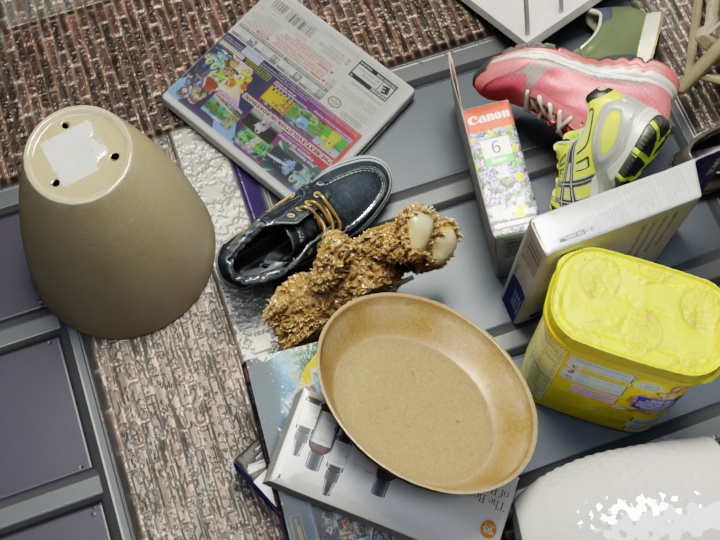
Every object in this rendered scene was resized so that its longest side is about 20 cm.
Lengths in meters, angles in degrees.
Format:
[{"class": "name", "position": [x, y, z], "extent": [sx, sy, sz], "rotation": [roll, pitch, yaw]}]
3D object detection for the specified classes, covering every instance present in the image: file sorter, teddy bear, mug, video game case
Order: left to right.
[{"class": "video game case", "position": [-0.074, -0.181, 1.163], "extent": [0.199, 0.023, 0.182], "rotation": [39, 73, 13]}, {"class": "teddy bear", "position": [0.000, 0.000, 1.021], "extent": [0.144, 0.200, 0.067], "rotation": [-3, 59, -49]}, {"class": "file sorter", "position": [0.203, -0.359, 1.164], "extent": [0.199, 0.125, 0.139], "rotation": [-35, 56, -14]}, {"class": "mug", "position": [0.224, 0.251, 0.940], "extent": [0.173, 0.148, 0.203], "rotation": [-9, 99, 2]}]

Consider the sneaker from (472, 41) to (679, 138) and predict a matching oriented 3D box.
[{"class": "sneaker", "position": [0.202, -0.161, 1.068], "extent": [0.198, 0.074, 0.088], "rotation": [7, 72, 13]}]

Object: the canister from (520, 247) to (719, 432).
[{"class": "canister", "position": [0.221, 0.069, 0.969], "extent": [0.147, 0.200, 0.087], "rotation": [17, 69, 6]}]

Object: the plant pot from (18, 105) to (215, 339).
[{"class": "plant pot", "position": [-0.237, -0.059, 1.017], "extent": [0.185, 0.200, 0.190], "rotation": [0, 68, 0]}]

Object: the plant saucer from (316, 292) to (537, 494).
[{"class": "plant saucer", "position": [0.050, 0.106, 0.920], "extent": [0.198, 0.036, 0.202], "rotation": [16, 43, -15]}]

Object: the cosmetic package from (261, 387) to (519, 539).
[{"class": "cosmetic package", "position": [0.026, 0.174, 0.924], "extent": [0.198, 0.051, 0.083], "rotation": [23, 75, -7]}]

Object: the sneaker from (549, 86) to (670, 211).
[{"class": "sneaker", "position": [0.214, -0.089, 1.042], "extent": [0.075, 0.201, 0.076], "rotation": [-30, 67, -39]}]

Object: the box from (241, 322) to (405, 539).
[{"class": "box", "position": [-0.013, 0.160, 0.966], "extent": [0.135, 0.038, 0.202], "rotation": [-13, 81, -13]}]

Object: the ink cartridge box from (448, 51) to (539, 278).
[{"class": "ink cartridge box", "position": [0.131, -0.106, 1.085], "extent": [0.050, 0.109, 0.202], "rotation": [-12, 69, 4]}]

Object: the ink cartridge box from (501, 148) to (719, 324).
[{"class": "ink cartridge box", "position": [0.234, -0.027, 1.009], "extent": [0.198, 0.200, 0.041], "rotation": [-21, 72, -7]}]

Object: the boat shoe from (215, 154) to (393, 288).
[{"class": "boat shoe", "position": [-0.046, -0.044, 1.062], "extent": [0.199, 0.091, 0.071], "rotation": [-34, 99, -9]}]

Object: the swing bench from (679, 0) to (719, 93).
[{"class": "swing bench", "position": [0.409, -0.296, 1.094], "extent": [0.128, 0.201, 0.200], "rotation": [15, 52, 5]}]

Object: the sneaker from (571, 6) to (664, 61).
[{"class": "sneaker", "position": [0.247, -0.190, 1.151], "extent": [0.089, 0.067, 0.202], "rotation": [16, 68, 14]}]

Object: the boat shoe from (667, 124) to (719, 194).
[{"class": "boat shoe", "position": [0.407, -0.127, 1.126], "extent": [0.198, 0.057, 0.067], "rotation": [-19, 69, -8]}]

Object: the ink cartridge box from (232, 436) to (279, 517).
[{"class": "ink cartridge box", "position": [-0.013, 0.143, 1.021], "extent": [0.200, 0.044, 0.094], "rotation": [-42, 76, -16]}]
